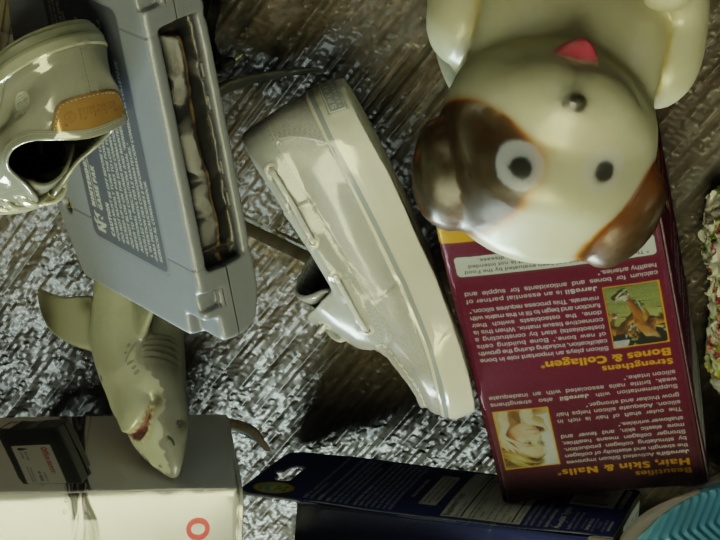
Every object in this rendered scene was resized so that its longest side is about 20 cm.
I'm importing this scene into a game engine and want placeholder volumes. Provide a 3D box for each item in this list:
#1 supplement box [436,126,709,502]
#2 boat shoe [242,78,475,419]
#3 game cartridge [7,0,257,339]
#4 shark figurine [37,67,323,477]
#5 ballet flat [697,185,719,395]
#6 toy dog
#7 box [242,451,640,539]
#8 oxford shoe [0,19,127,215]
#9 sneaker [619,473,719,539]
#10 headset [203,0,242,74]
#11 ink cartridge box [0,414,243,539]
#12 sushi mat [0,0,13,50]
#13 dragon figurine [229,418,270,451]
[{"bbox_3d":[0.110,0.018,1.415,0.110,0.086,0.200,-7,131,10],"label":"supplement box"},{"bbox_3d":[0.000,0.000,1.372,0.068,0.072,0.200,-22,128,5],"label":"boat shoe"},{"bbox_3d":[-0.111,-0.076,1.294,0.041,0.133,0.200,-24,122,-25],"label":"game cartridge"},{"bbox_3d":[-0.091,-0.018,1.418,0.089,0.128,0.215,-1,111,-39],"label":"shark figurine"},{"bbox_3d":[0.212,0.037,1.443,0.076,0.064,0.200,-11,131,12],"label":"ballet flat"},{"bbox_3d":[0.077,-0.092,1.241,0.139,0.200,0.194,22,129,-15],"label":"toy dog"},{"bbox_3d":[0.043,0.131,1.483,0.200,0.121,0.032,7,99,12],"label":"box"},{"bbox_3d":[-0.163,-0.050,1.289,0.075,0.058,0.200,-20,169,-33],"label":"oxford shoe"},{"bbox_3d":[0.195,0.146,1.473,0.081,0.077,0.200,-11,179,44],"label":"sneaker"},{"bbox_3d":[-0.046,-0.177,1.241,0.123,0.094,0.200,16,134,-11],"label":"headset"},{"bbox_3d":[-0.164,0.156,1.448,0.200,0.084,0.145,0,118,-7],"label":"ink cartridge box"},{"bbox_3d":[-0.161,-0.115,1.359,0.096,0.012,0.200,11,132,-5],"label":"sushi mat"},{"bbox_3d":[-0.119,0.130,1.547,0.200,0.059,0.099,-20,128,20],"label":"dragon figurine"}]
